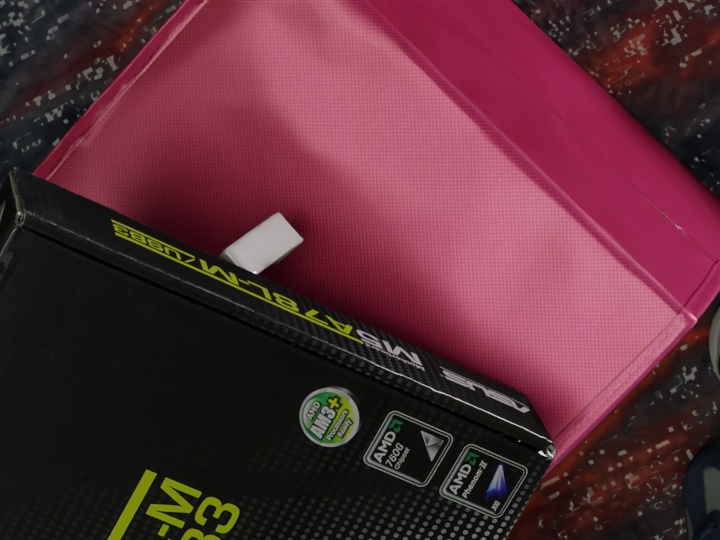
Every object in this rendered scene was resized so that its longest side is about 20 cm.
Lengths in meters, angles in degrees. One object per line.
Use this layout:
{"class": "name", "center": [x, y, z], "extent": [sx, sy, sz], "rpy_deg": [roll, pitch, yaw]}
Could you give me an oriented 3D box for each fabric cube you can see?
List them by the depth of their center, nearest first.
{"class": "fabric cube", "center": [0.000, 0.000, 1.029], "extent": [0.199, 0.200, 0.196], "rpy_deg": [43, 106, 4]}

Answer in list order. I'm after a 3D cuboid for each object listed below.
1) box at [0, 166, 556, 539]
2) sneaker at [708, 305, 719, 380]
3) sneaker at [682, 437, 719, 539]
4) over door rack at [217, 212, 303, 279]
{"class": "box", "center": [-0.069, 0.093, 0.895], "extent": [0.193, 0.048, 0.200], "rpy_deg": [24, 106, -22]}
{"class": "sneaker", "center": [0.228, 0.024, 1.045], "extent": [0.200, 0.080, 0.074], "rpy_deg": [-14, 95, 13]}
{"class": "sneaker", "center": [0.136, 0.143, 1.033], "extent": [0.082, 0.200, 0.070], "rpy_deg": [0, 137, -14]}
{"class": "over door rack", "center": [-0.143, 0.006, 0.927], "extent": [0.148, 0.067, 0.200], "rpy_deg": [47, 112, 2]}
